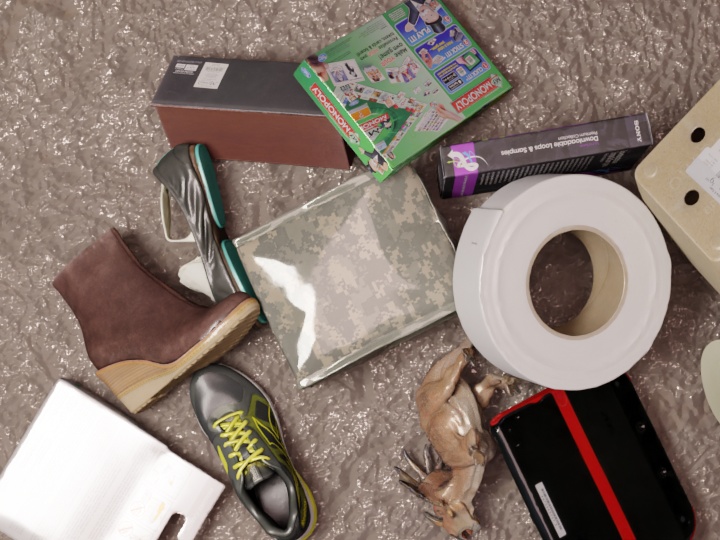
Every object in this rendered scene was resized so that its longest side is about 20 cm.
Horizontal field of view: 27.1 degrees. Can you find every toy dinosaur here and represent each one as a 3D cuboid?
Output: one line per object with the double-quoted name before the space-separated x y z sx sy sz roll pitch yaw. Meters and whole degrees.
"toy dinosaur" 0.087 0.154 1.470 0.085 0.135 0.202 13 60 -38

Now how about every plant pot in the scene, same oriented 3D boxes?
"plant pot" 0.370 -0.068 1.359 0.200 0.177 0.200 -47 49 14

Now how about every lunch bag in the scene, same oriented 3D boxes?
"lunch bag" 0.000 0.000 1.460 0.199 0.118 0.165 -26 85 5

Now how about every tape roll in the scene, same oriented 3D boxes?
"tape roll" 0.189 0.009 1.408 0.201 0.071 0.205 -1 95 -17

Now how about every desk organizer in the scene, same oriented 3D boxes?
"desk organizer" -0.099 -0.157 1.491 0.198 0.077 0.072 6 52 17

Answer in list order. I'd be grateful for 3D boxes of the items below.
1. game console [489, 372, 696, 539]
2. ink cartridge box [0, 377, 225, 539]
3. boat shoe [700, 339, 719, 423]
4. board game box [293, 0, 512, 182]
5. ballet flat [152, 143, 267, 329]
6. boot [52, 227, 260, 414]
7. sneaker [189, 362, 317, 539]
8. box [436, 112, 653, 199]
"game console" 0.227 0.203 1.439 0.176 0.031 0.201 -23 85 -31
"ink cartridge box" -0.257 0.227 1.492 0.199 0.050 0.162 32 88 0
"boat shoe" 0.406 0.150 1.464 0.062 0.071 0.201 -27 81 -42
"board game box" 0.045 -0.185 1.456 0.200 0.029 0.135 -36 86 -39
"ballet flat" -0.155 -0.027 1.495 0.068 0.068 0.202 -22 84 12
"boot" -0.206 0.029 1.460 0.199 0.072 0.167 -36 81 27
"sneaker" -0.103 0.178 1.467 0.074 0.085 0.201 -33 86 -1
"box" 0.174 -0.109 1.447 0.198 0.143 0.036 -8 84 1
